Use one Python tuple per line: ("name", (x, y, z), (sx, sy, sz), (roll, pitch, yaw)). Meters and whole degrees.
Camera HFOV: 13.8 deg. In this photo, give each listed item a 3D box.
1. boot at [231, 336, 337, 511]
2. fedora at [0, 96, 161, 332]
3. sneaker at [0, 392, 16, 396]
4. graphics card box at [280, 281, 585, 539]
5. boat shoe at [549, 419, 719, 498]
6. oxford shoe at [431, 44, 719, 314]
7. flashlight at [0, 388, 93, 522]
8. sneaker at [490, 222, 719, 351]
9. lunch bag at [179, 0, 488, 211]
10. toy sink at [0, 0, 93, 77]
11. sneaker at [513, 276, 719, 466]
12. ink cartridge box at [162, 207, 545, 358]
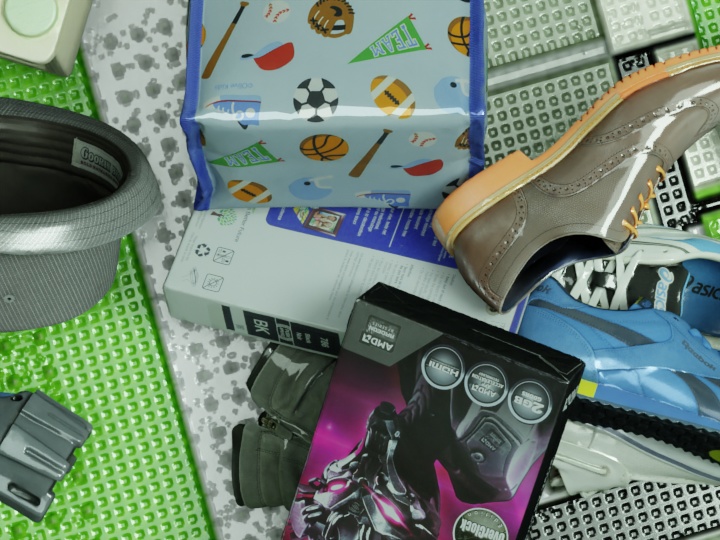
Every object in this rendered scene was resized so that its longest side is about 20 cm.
("boot", (-0.011, 0.139, 1.665), (0.130, 0.068, 0.201), (12, 104, 19))
("fedora", (-0.210, -0.025, 1.628), (0.199, 0.177, 0.091), (4, 117, -4))
("sneaker", (-0.284, 0.050, 1.641), (0.199, 0.081, 0.147), (-14, 93, 2))
("graphics card box", (0.031, 0.121, 1.580), (0.125, 0.051, 0.201), (22, 106, 12))
("boat shoe", (0.128, 0.092, 1.673), (0.199, 0.071, 0.070), (18, 114, -6))
("oxford shoe", (0.139, -0.048, 1.582), (0.199, 0.071, 0.073), (-34, 64, 7))
("flashlight", (-0.239, 0.052, 1.588), (0.199, 0.068, 0.068), (29, 106, -2))
("sneaker", (0.144, 0.004, 1.669), (0.199, 0.072, 0.072), (8, 89, -1))
("lunch bag", (-0.012, -0.136, 1.639), (0.169, 0.124, 0.201), (0, 60, -1))
("toy sink", (-0.209, -0.176, 1.595), (0.130, 0.200, 0.113), (16, 87, -3))
("sneaker", (0.178, 0.057, 1.608), (0.199, 0.066, 0.079), (18, 72, 0))
("ink cartridge box", (0.000, 0.000, 1.637), (0.199, 0.039, 0.100), (14, 60, 15))
